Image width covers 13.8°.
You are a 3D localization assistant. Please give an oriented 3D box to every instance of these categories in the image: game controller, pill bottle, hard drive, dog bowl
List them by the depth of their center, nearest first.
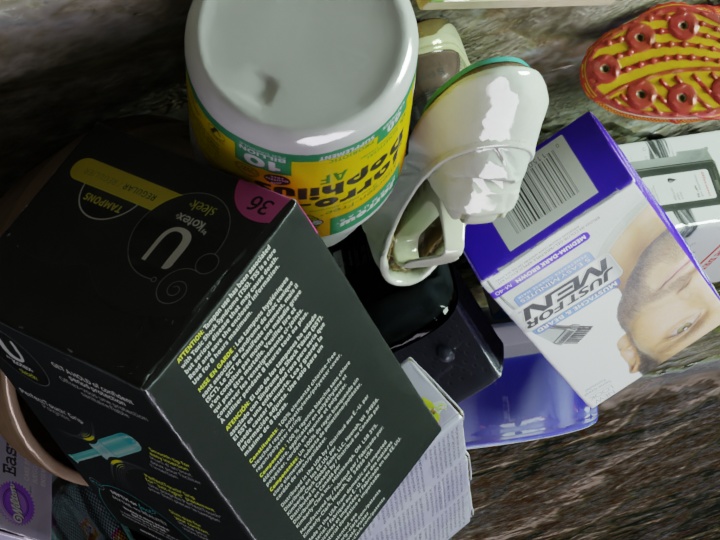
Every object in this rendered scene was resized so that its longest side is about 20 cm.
[{"bbox_3d":[-0.031,-0.080,1.486,0.112,0.113,0.200,-16,163,-8],"label":"pill bottle"},{"bbox_3d":[0.000,0.000,1.703,0.104,0.042,0.200,-18,-153,4],"label":"game controller"},{"bbox_3d":[-0.012,0.041,1.855,0.200,0.135,0.042,-25,-167,37],"label":"hard drive"},{"bbox_3d":[0.058,0.072,1.983,0.199,0.079,0.200,-6,-177,0],"label":"dog bowl"}]

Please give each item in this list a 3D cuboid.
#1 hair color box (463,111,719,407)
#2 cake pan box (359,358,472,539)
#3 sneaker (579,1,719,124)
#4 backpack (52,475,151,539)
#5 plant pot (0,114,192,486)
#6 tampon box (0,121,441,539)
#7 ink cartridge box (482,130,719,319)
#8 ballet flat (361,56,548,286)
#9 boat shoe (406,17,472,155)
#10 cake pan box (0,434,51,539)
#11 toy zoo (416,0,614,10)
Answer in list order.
[{"bbox_3d":[0.139,-0.003,1.789,0.109,0.065,0.200,-34,148,7],"label":"hair color box"},{"bbox_3d":[-0.020,0.154,1.676,0.184,0.052,0.200,-38,160,-10],"label":"cake pan box"},{"bbox_3d":[0.219,-0.121,1.691,0.199,0.073,0.077,-12,172,-12],"label":"sneaker"},{"bbox_3d":[-0.134,0.106,1.798,0.176,0.200,0.153,-26,172,-41],"label":"backpack"},{"bbox_3d":[-0.145,0.007,1.601,0.093,0.202,0.201,22,-167,40],"label":"plant pot"},{"bbox_3d":[-0.080,0.048,1.502,0.126,0.150,0.200,-52,139,-20],"label":"tampon box"},{"bbox_3d":[0.184,-0.033,1.923,0.199,0.068,0.116,-8,160,-27],"label":"ink cartridge box"},{"bbox_3d":[0.052,-0.044,1.550,0.069,0.070,0.200,-11,163,-23],"label":"ballet flat"},{"bbox_3d":[0.049,-0.080,1.647,0.073,0.065,0.200,-22,162,14],"label":"boat shoe"},{"bbox_3d":[-0.243,0.102,1.686,0.052,0.201,0.184,19,141,-32],"label":"cake pan box"},{"bbox_3d":[0.129,-0.186,1.476,0.131,0.021,0.200,-5,159,-36],"label":"toy zoo"}]
